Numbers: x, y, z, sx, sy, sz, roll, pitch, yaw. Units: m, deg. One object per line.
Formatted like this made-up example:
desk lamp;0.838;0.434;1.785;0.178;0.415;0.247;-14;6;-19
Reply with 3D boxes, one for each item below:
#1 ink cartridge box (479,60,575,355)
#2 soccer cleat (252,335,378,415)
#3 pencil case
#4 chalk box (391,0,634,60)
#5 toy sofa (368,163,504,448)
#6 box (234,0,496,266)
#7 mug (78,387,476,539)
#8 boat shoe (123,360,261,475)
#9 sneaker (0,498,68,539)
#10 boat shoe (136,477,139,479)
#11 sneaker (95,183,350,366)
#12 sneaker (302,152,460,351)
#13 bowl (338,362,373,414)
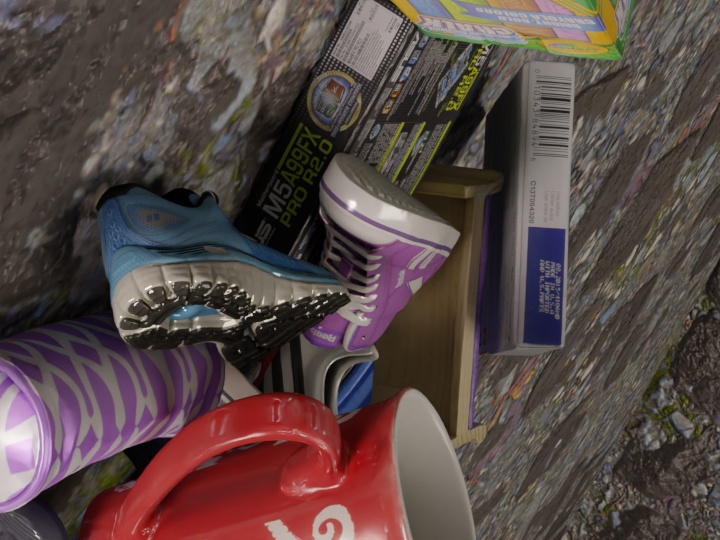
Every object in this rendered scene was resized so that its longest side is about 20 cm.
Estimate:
ink cartridge box;0.120;-0.037;1.137;0.200;0.043;0.198;110;-18;-85
soccer cleat;-0.056;0.122;1.088;0.201;0.085;0.069;-65;162;-5
pencil case;-0.145;0.070;0.801;0.200;0.084;0.086;-16;128;-65
chalk box;0.088;-0.190;0.827;0.200;0.123;0.125;18;82;-71
toy sofa;0.056;0.024;1.127;0.097;0.082;0.202;-13;109;-59
box;0.002;-0.080;0.989;0.201;0.044;0.160;-61;162;18
mug;-0.055;0.136;0.865;0.134;0.199;0.178;-64;136;-64
boat shoe;-0.064;0.140;0.969;0.093;0.200;0.075;-46;163;-6
sneaker;-0.188;0.179;0.914;0.082;0.070;0.200;-34;162;-36
boat shoe;-0.151;0.205;1.045;0.202;0.072;0.060;-48;152;-2
sneaker;-0.073;-0.007;0.835;0.078;0.090;0.200;-32;160;16
sneaker;0.001;0.000;0.944;0.115;0.073;0.200;-52;162;3
bowl;-0.009;0.067;1.234;0.201;0.039;0.201;-49;161;-22
